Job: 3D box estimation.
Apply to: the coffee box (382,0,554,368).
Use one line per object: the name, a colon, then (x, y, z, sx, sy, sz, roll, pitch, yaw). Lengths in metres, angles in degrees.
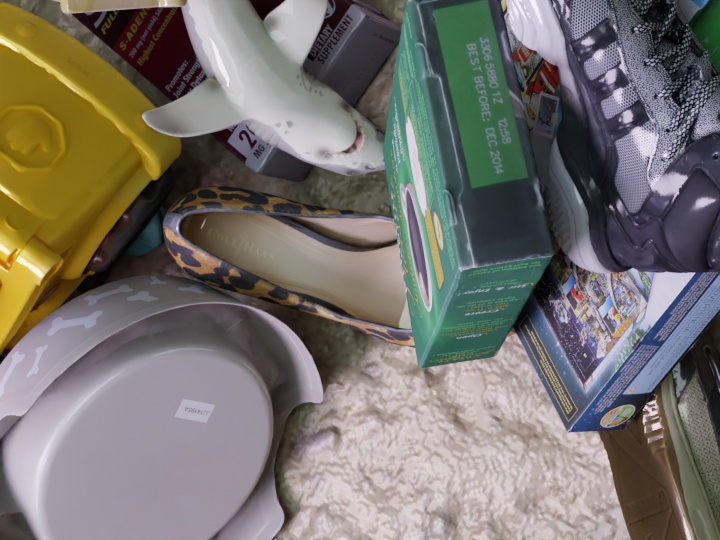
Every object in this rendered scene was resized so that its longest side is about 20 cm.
coffee box: (0.044, -0.034, 0.810, 0.044, 0.200, 0.124, -9, 75, -5)

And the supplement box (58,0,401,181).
supplement box: (-0.086, -0.153, 1.006, 0.200, 0.061, 0.109, 40, 103, 20)

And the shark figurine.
shark figurine: (-0.067, -0.146, 0.925, 0.127, 0.089, 0.216, -13, 95, -11)

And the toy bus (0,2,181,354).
toy bus: (-0.208, -0.005, 0.913, 0.135, 0.192, 0.200, 36, 137, -6)

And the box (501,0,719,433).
box: (0.106, -0.042, 0.867, 0.137, 0.037, 0.201, -58, 44, 40)

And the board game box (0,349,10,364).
board game box: (-0.315, 0.097, 1.016, 0.200, 0.200, 0.200, -42, 73, 16)

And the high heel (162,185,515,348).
high heel: (0.000, 0.000, 0.917, 0.199, 0.142, 0.072, 11, 90, 23)

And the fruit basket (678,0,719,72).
fruit basket: (0.167, -0.194, 0.753, 0.185, 0.094, 0.201, 41, 124, 21)

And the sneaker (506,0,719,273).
sneaker: (0.128, -0.080, 0.711, 0.113, 0.075, 0.201, 17, 131, 39)

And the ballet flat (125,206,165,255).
ballet flat: (-0.194, -0.075, 1.039, 0.200, 0.070, 0.067, 51, 142, 19)

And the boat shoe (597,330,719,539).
boat shoe: (0.156, 0.066, 0.891, 0.073, 0.064, 0.202, -25, 74, 60)

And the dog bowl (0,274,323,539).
dog bowl: (-0.117, 0.092, 0.942, 0.059, 0.199, 0.201, 40, 103, 44)

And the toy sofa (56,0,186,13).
toy sofa: (-0.150, -0.186, 0.924, 0.200, 0.097, 0.083, 21, 116, 54)
